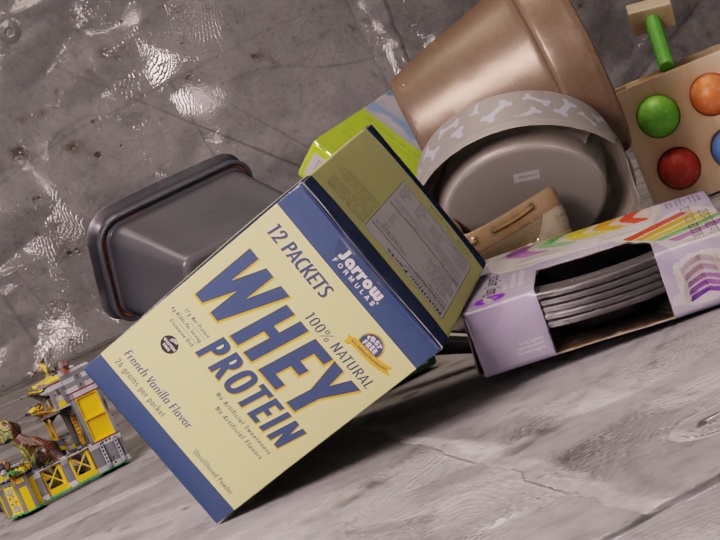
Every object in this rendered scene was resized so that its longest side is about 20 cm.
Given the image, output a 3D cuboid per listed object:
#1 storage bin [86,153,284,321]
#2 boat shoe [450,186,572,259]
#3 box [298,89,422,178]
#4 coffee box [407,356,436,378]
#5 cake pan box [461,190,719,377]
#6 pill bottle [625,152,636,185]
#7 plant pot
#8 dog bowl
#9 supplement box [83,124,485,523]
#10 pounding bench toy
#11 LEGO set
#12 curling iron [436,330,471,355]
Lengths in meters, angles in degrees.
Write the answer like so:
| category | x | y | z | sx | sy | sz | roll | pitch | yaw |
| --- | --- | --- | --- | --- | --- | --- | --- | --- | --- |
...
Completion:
| category | x | y | z | sx | sy | sz | roll | pitch | yaw |
| --- | --- | --- | --- | --- | --- | --- | --- | --- | --- |
| storage bin | -0.146 | -0.010 | 1.590 | 0.200 | 0.146 | 0.134 | -28 | 33 | -34 |
| boat shoe | 0.081 | -0.013 | 1.353 | 0.200 | 0.065 | 0.071 | -20 | 3 | 8 |
| box | 0.042 | -0.108 | 1.544 | 0.200 | 0.122 | 0.048 | -40 | -15 | -51 |
| coffee box | -0.049 | 0.096 | 1.275 | 0.200 | 0.044 | 0.123 | -25 | 5 | -16 |
| cake pan box | 0.166 | 0.007 | 1.104 | 0.184 | 0.052 | 0.200 | -20 | 8 | 12 |
| pill bottle | 0.173 | -0.070 | 1.615 | 0.113 | 0.114 | 0.200 | -28 | 6 | -42 |
| plant pot | 0.128 | -0.161 | 1.463 | 0.174 | 0.201 | 0.200 | -28 | 4 | 5 |
| dog bowl | 0.139 | -0.073 | 1.381 | 0.200 | 0.200 | 0.059 | -22 | 48 | 15 |
| supplement box | -0.042 | 0.029 | 1.075 | 0.200 | 0.134 | 0.200 | -39 | 4 | 19 |
| pounding bench toy | 0.315 | -0.177 | 1.589 | 0.124 | 0.200 | 0.156 | -22 | 4 | 11 |
| LEGO set | -0.308 | 0.149 | 1.486 | 0.154 | 0.116 | 0.200 | -25 | 4 | -17 |
| curling iron | 0.019 | 0.060 | 1.200 | 0.199 | 0.026 | 0.050 | -2 | 31 | 16 |
